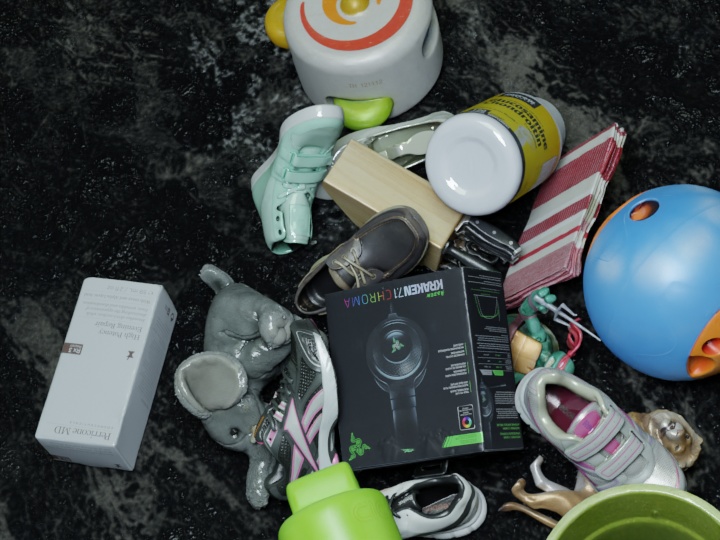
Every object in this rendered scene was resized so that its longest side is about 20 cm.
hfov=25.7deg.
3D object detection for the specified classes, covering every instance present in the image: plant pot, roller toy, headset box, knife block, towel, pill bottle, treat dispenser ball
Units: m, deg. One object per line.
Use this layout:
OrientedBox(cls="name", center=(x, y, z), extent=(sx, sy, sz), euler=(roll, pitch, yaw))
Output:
OrientedBox(cls="plant pot", center=(0.269, 0.327, 1.475), extent=(0.198, 0.190, 0.202), euler=(-5, 61, 9))
OrientedBox(cls="roller toy", center=(0.002, -0.287, 1.893), extent=(0.182, 0.140, 0.200), euler=(-39, 61, -11))
OrientedBox(cls="headset box", center=(0.065, 0.111, 1.630), extent=(0.173, 0.093, 0.202), euler=(-11, 81, 31))
OrientedBox(cls="knife block", center=(0.076, -0.055, 1.738), extent=(0.175, 0.200, 0.064), euler=(8, 58, 49))
OrientedBox(cls="towel", center=(0.221, -0.057, 1.733), extent=(0.023, 0.144, 0.201), euler=(32, 61, -16))
OrientedBox(cls="pill bottle", center=(0.158, -0.136, 1.746), extent=(0.111, 0.113, 0.200), euler=(19, 23, 20))
OrientedBox(cls="treat dispenser ball", center=(0.330, 0.013, 1.625), extent=(0.199, 0.201, 0.203), euler=(-5, 61, 9))

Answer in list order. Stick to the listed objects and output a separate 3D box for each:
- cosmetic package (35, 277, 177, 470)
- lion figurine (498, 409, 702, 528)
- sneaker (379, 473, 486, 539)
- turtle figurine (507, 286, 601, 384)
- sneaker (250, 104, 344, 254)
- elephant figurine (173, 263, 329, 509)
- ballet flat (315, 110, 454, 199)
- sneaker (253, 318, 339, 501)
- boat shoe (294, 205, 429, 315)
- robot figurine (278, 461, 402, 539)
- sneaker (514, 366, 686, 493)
OrientedBox(cls="cosmetic package", center=(-0.284, 0.115, 1.774), extent=(0.101, 0.074, 0.202), euler=(5, 62, 15))
OrientedBox(cls="lion figurine", center=(0.248, 0.210, 1.620), extent=(0.122, 0.072, 0.200), euler=(42, 91, 8))
OrientedBox(cls="sneaker", center=(0.029, 0.251, 1.631), extent=(0.198, 0.080, 0.074), euler=(-18, 62, 4))
OrientedBox(cls="turtle figurine", center=(0.156, 0.082, 1.683), extent=(0.199, 0.101, 0.151), euler=(22, 92, 23))
OrientedBox(cls="sneaker", center=(-0.060, -0.097, 1.791), extent=(0.073, 0.201, 0.119), euler=(-1, 62, -27))
OrientedBox(cls="elephant figurine", center=(-0.136, 0.126, 1.714), extent=(0.155, 0.141, 0.201), euler=(26, 84, 53))
OrientedBox(cls="ballet flat", center=(0.029, -0.138, 1.842), extent=(0.198, 0.070, 0.070), euler=(-20, 60, -1))
OrientedBox(cls="sneaker", center=(-0.068, 0.153, 1.636), extent=(0.085, 0.080, 0.202), euler=(-5, 100, -10))
OrientedBox(cls="boat shoe", center=(0.000, 0.000, 1.719), extent=(0.075, 0.200, 0.073), euler=(48, 44, -3))
OrientedBox(cls="robot figurine", center=(-0.009, 0.293, 1.535), extent=(0.115, 0.176, 0.201), euler=(-20, 69, -3))
OrientedBox(cls="sneaker", center=(0.232, 0.168, 1.546), extent=(0.199, 0.088, 0.082), euler=(36, 86, 14))
